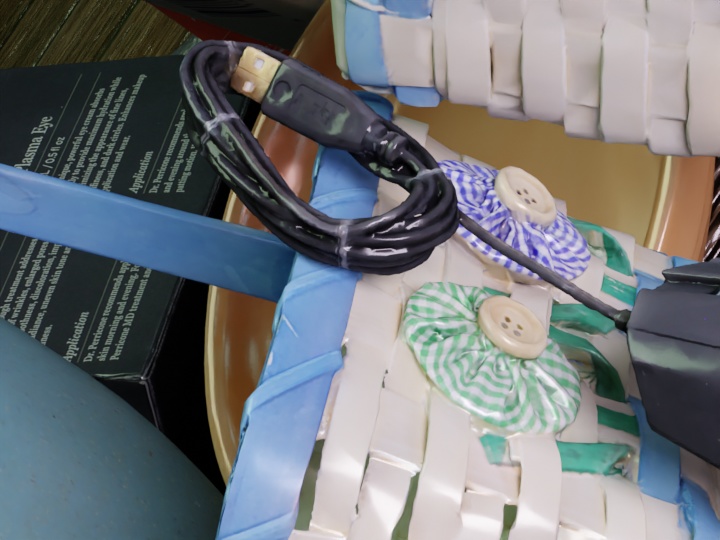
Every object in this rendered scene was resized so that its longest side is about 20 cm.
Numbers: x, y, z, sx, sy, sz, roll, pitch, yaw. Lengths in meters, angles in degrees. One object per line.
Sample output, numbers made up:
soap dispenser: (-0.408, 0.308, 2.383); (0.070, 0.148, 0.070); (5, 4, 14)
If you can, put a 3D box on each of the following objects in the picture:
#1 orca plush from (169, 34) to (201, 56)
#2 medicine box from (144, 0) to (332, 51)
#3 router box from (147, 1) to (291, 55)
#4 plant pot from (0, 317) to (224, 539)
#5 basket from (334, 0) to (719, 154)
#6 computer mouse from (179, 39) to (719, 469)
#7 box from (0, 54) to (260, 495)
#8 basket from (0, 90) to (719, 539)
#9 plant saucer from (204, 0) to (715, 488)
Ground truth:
orca plush: (-0.075, -0.046, 1.351); (0.105, 0.071, 0.200); (-4, -26, -46)
medicine box: (-0.039, -0.184, 0.888); (0.103, 0.181, 0.201); (10, 84, 64)
router box: (-0.010, -0.144, 1.060); (0.049, 0.179, 0.200); (-45, 18, 37)
plant pot: (-0.101, 0.114, 0.734); (0.200, 0.187, 0.200); (-52, 19, 27)
basket: (0.095, -0.100, 0.613); (0.177, 0.199, 0.140); (-78, -9, -61)
computer mouse: (0.049, -0.003, 0.547); (0.059, 0.199, 0.034); (-42, -28, -48)
box: (-0.128, 0.020, 1.046); (0.181, 0.105, 0.200); (-2, 36, 14)
basket: (-0.025, 0.039, 0.616); (0.177, 0.199, 0.140); (-84, 3, -58)
plant saucer: (0.029, -0.009, 0.793); (0.200, 0.037, 0.201); (-29, 52, 45)
